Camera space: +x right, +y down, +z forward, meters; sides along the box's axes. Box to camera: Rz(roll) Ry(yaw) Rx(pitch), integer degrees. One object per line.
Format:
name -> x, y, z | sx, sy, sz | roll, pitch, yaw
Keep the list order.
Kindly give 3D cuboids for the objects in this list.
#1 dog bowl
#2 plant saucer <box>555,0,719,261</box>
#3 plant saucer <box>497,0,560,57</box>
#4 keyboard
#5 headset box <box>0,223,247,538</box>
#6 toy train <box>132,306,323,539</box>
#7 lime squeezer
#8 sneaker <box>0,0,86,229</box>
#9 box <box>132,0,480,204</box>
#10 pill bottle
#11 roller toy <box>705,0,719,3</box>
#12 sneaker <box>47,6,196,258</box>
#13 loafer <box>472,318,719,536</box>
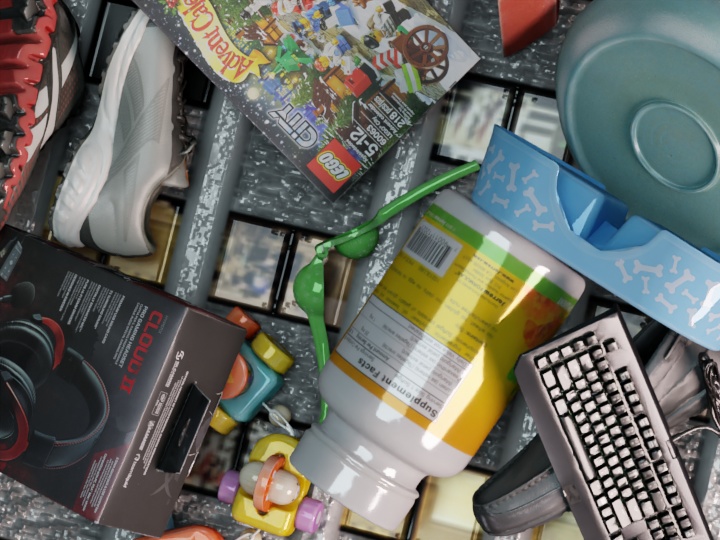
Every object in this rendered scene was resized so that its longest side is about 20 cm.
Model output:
dog bowl -> 0.153, -0.018, 1.436 | 0.200, 0.111, 0.050 | 33, 97, 20
plant saucer -> 0.197, -0.080, 1.453 | 0.200, 0.200, 0.027 | 37, 52, 13
plant saucer -> 0.113, -0.245, 1.474 | 0.037, 0.200, 0.200 | 6, 85, 4
keyboard -> 0.182, 0.111, 1.461 | 0.127, 0.021, 0.200 | -27, 113, -5
headset box -> -0.176, 0.072, 1.534 | 0.200, 0.075, 0.149 | 23, 90, 33
toy train -> -0.106, 0.123, 1.555 | 0.150, 0.056, 0.201 | -9, 83, 11
lime squeezer -> 0.000, 0.000, 1.554 | 0.071, 0.038, 0.200 | 30, 90, 13
sneaker -> -0.228, -0.102, 1.574 | 0.071, 0.098, 0.201 | 1, 70, 24
box -> -0.040, -0.161, 1.536 | 0.137, 0.038, 0.200 | -45, 102, 1
pill bottle -> 0.043, 0.059, 1.501 | 0.111, 0.111, 0.200 | 34, 92, 13
roller toy -> 0.230, -0.238, 1.455 | 0.182, 0.140, 0.201 | 24, 74, -20
sneaker -> -0.139, -0.103, 1.583 | 0.079, 0.074, 0.201 | 20, 94, 3
loafer -> 0.147, 0.089, 1.492 | 0.200, 0.068, 0.070 | -37, 109, 1
